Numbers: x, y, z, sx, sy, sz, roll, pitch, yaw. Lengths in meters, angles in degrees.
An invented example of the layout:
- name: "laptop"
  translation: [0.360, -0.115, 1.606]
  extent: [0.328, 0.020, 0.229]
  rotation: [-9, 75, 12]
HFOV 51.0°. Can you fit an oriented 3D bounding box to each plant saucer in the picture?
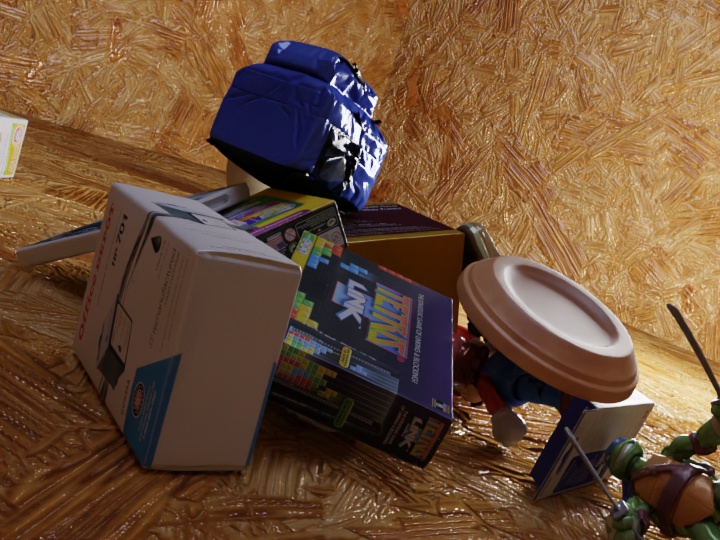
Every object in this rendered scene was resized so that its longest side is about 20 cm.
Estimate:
- name: "plant saucer"
  translation: [0.187, 0.046, 0.734]
  extent: [0.196, 0.038, 0.201]
  rotation: [23, 26, -12]

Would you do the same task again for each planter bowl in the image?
- name: "planter bowl"
  translation: [-0.271, -0.219, 1.987]
  extent: [0.196, 0.138, 0.200]
  rotation: [19, 7, -2]

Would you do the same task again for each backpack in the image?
- name: "backpack"
  translation: [-0.051, -0.163, 0.917]
  extent: [0.161, 0.170, 0.199]
  rotation: [29, -2, 29]

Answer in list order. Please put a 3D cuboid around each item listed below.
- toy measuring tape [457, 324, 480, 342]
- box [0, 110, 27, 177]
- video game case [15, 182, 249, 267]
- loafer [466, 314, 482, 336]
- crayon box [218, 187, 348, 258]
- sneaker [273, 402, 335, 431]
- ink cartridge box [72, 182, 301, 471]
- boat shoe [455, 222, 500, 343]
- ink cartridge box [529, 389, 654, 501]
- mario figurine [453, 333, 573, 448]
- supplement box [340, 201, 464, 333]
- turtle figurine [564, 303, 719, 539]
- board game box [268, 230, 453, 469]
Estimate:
- name: "toy measuring tape"
  translation: [0.099, 0.093, 1.002]
  extent: [0.198, 0.075, 0.073]
  rotation: [29, 13, 36]
- name: "box"
  translation: [-0.630, -0.212, 1.189]
  extent: [0.110, 0.104, 0.200]
  rotation: [19, 8, -1]
- name: "video game case"
  translation: [-0.248, -0.052, 0.841]
  extent: [0.195, 0.024, 0.182]
  rotation: [-9, 13, 25]
- name: "loafer"
  translation: [0.186, 0.044, 0.868]
  extent: [0.069, 0.070, 0.199]
  rotation: [3, 5, 31]
- name: "crayon box"
  translation: [-0.140, -0.021, 0.811]
  extent: [0.197, 0.060, 0.171]
  rotation: [-27, 21, -25]
- name: "sneaker"
  translation: [-0.061, 0.089, 0.664]
  extent: [0.195, 0.078, 0.081]
  rotation: [18, 17, 0]
- name: "ink cartridge box"
  translation: [-0.138, 0.033, 0.562]
  extent: [0.084, 0.150, 0.199]
  rotation: [10, 11, -37]
- name: "boat shoe"
  translation: [0.179, 0.024, 0.967]
  extent: [0.075, 0.204, 0.071]
  rotation: [-27, 22, -16]
- name: "ink cartridge box"
  translation: [0.220, 0.163, 0.728]
  extent: [0.037, 0.096, 0.198]
  rotation: [35, 16, 33]
- name: "mario figurine"
  translation: [0.162, 0.129, 0.834]
  extent: [0.197, 0.109, 0.122]
  rotation: [4, 1, 39]
- name: "supplement box"
  translation: [0.000, 0.000, 0.976]
  extent: [0.193, 0.136, 0.199]
  rotation: [-5, 18, -24]
- name: "turtle figurine"
  translation: [0.271, 0.176, 0.606]
  extent: [0.142, 0.204, 0.193]
  rotation: [-24, 38, -31]
- name: "board game box"
  translation: [-0.002, 0.056, 0.647]
  extent: [0.162, 0.058, 0.201]
  rotation: [23, 25, -4]
